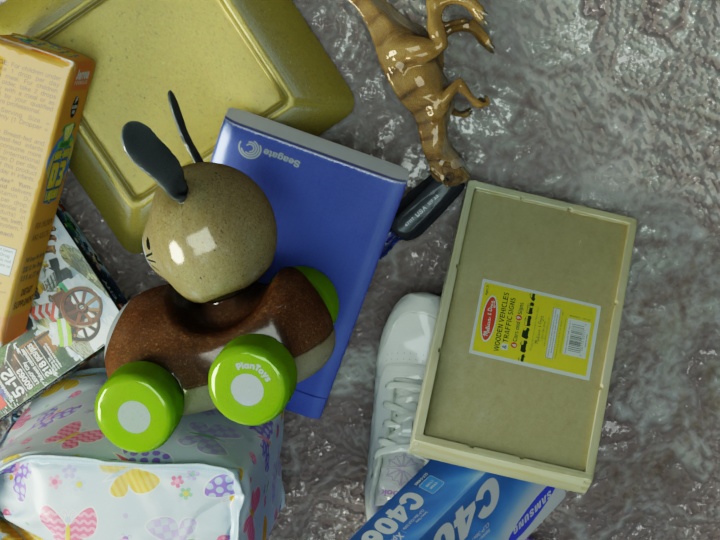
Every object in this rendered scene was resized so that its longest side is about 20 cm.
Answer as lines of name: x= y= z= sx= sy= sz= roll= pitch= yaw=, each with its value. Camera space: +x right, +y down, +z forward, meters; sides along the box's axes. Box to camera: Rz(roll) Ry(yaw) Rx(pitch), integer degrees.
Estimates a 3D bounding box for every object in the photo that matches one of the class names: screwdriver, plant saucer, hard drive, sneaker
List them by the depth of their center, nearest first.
plant saucer: x=-0.137 y=-0.139 z=1.553 sx=0.199 sy=0.048 sz=0.201 roll=-33 pitch=99 yaw=9
hard drive: x=-0.059 y=-0.002 z=1.562 sx=0.131 sy=0.025 sz=0.201 roll=19 pitch=119 yaw=-2
sneaker: x=0.043 y=0.118 z=1.575 sx=0.074 sy=0.100 sz=0.202 roll=4 pitch=101 yaw=7
screwdriver: x=0.000 y=0.000 z=1.595 sx=0.029 sy=0.028 sz=0.200 roll=32 pitch=110 yaw=-34

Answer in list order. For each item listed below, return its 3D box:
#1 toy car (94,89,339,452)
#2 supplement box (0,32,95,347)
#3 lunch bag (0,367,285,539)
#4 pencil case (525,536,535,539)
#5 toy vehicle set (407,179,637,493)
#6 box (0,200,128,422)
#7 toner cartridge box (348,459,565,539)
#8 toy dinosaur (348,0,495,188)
toy car: x=-0.113 y=-0.011 z=1.468 sx=0.157 sy=0.164 sz=0.201 roll=-14 pitch=105 yaw=15
supplement box: x=-0.238 y=-0.055 z=1.509 sx=0.068 sy=0.067 sz=0.201 roll=15 pitch=99 yaw=5
lunch bag: x=-0.161 y=0.147 z=1.544 sx=0.198 sy=0.170 sz=0.128 roll=6 pitch=109 yaw=7
pencil case: x=0.165 y=0.273 z=1.611 sx=0.200 sy=0.085 sz=0.084 roll=39 pitch=60 yaw=-8
toy vehicle set: x=0.113 y=0.043 z=1.536 sx=0.123 sy=0.027 sz=0.201 roll=14 pitch=65 yaw=0
box: x=-0.265 y=-0.006 z=1.573 sx=0.136 sy=0.038 sz=0.201 roll=-35 pitch=88 yaw=7
toner cartridge box: x=0.064 y=0.174 z=1.537 sx=0.043 sy=0.200 sz=0.095 roll=23 pitch=140 yaw=33
toy dinosaur: x=0.032 y=-0.153 z=1.530 sx=0.106 sy=0.060 sz=0.201 roll=-32 pitch=92 yaw=-5
